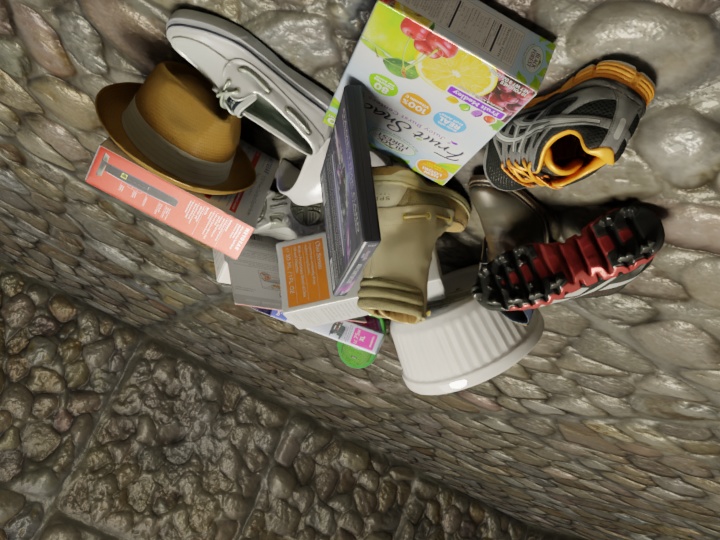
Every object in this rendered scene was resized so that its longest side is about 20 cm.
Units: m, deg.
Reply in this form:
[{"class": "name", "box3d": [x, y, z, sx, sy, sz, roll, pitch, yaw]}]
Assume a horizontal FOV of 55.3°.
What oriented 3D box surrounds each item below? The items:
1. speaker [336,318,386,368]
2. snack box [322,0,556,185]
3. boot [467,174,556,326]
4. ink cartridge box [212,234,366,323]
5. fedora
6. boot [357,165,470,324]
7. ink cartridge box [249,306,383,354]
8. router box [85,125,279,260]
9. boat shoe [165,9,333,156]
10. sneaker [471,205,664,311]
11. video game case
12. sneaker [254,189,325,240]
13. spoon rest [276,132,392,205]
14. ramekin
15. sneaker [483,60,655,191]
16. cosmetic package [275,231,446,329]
[{"class": "speaker", "box3d": [0.001, 0.136, 1.356, 0.088, 0.089, 0.200, 22, 160, 3]}, {"class": "snack box", "box3d": [0.057, -0.161, 0.608, 0.142, 0.053, 0.200, 28, 161, -7]}, {"class": "boot", "box3d": [0.168, -0.019, 0.776, 0.074, 0.097, 0.200, 4, 152, 42]}, {"class": "ink cartridge box", "box3d": [-0.106, 0.015, 0.987, 0.199, 0.177, 0.045, 11, 127, -28]}, {"class": "fedora", "box3d": [-0.186, -0.168, 0.750, 0.200, 0.201, 0.082, 29, 118, -14]}, {"class": "boot", "box3d": [0.061, -0.019, 0.754, 0.073, 0.156, 0.200, -2, 172, 30]}, {"class": "ink cartridge box", "box3d": [-0.065, 0.066, 1.047, 0.199, 0.042, 0.119, 18, -174, -3]}, {"class": "router box", "box3d": [-0.196, -0.118, 0.807, 0.179, 0.200, 0.049, 29, 117, -13]}, {"class": "boat shoe", "box3d": [-0.114, -0.190, 0.703, 0.199, 0.067, 0.074, 27, 159, -10]}, {"class": "sneaker", "box3d": [0.220, 0.001, 0.728, 0.200, 0.071, 0.098, -22, 154, 17]}, {"class": "video game case", "box3d": [-0.015, -0.066, 0.669, 0.019, 0.144, 0.200, -4, 166, -12]}, {"class": "sneaker", "box3d": [-0.074, -0.076, 0.956, 0.199, 0.078, 0.099, 7, 172, 36]}, {"class": "spoon rest", "box3d": [-0.039, -0.115, 0.817, 0.099, 0.061, 0.200, 35, 157, -29]}, {"class": "ramekin", "box3d": [0.131, 0.068, 0.905, 0.202, 0.202, 0.095, -9, 111, 55]}, {"class": "sneaker", "box3d": [0.163, -0.106, 0.599, 0.078, 0.078, 0.200, 26, 161, -12]}, {"class": "cosmetic package", "box3d": [0.000, 0.000, 0.873, 0.199, 0.102, 0.071, -13, 156, 8]}]
